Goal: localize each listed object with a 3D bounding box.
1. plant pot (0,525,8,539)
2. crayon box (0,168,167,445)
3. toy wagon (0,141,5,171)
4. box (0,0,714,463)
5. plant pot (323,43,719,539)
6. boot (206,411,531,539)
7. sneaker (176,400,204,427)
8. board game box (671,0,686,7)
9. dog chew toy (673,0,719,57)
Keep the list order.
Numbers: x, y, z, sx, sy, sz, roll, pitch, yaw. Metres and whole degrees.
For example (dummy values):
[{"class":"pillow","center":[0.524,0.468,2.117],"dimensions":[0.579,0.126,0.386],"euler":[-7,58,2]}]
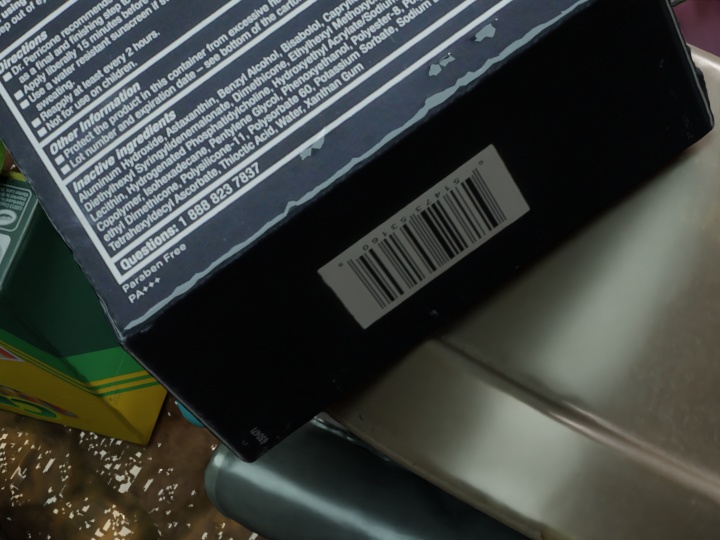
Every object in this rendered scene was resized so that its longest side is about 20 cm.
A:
[{"class":"plant pot","center":[-0.244,0.152,1.024],"dimensions":[0.200,0.187,0.187],"euler":[-30,65,-9]},{"class":"crayon box","center":[-0.198,0.002,1.046],"dimensions":[0.200,0.173,0.058],"euler":[13,70,21]},{"class":"toy wagon","center":[-0.160,-0.105,0.956],"dimensions":[0.155,0.040,0.200],"euler":[0,78,17]},{"class":"box","center":[-0.023,-0.082,0.816],"dimensions":[0.200,0.123,0.198],"euler":[-35,60,1]},{"class":"plant pot","center":[0.106,0.013,0.883],"dimensions":[0.200,0.200,0.175],"euler":[29,94,24]},{"class":"boot","center":[0.033,0.111,0.895],"dimensions":[0.200,0.182,0.073],"euler":[34,93,14]},{"class":"sneaker","center":[0.000,0.000,0.976],"dimensions":[0.200,0.077,0.080],"euler":[-38,25,29]},{"class":"board game box","center":[0.048,-0.137,0.972],"dimensions":[0.200,0.035,0.126],"euler":[-26,89,25]},{"class":"dog chew toy","center":[0.134,-0.120,1.017],"dimensions":[0.200,0.125,0.125],"euler":[-30,66,15]}]
